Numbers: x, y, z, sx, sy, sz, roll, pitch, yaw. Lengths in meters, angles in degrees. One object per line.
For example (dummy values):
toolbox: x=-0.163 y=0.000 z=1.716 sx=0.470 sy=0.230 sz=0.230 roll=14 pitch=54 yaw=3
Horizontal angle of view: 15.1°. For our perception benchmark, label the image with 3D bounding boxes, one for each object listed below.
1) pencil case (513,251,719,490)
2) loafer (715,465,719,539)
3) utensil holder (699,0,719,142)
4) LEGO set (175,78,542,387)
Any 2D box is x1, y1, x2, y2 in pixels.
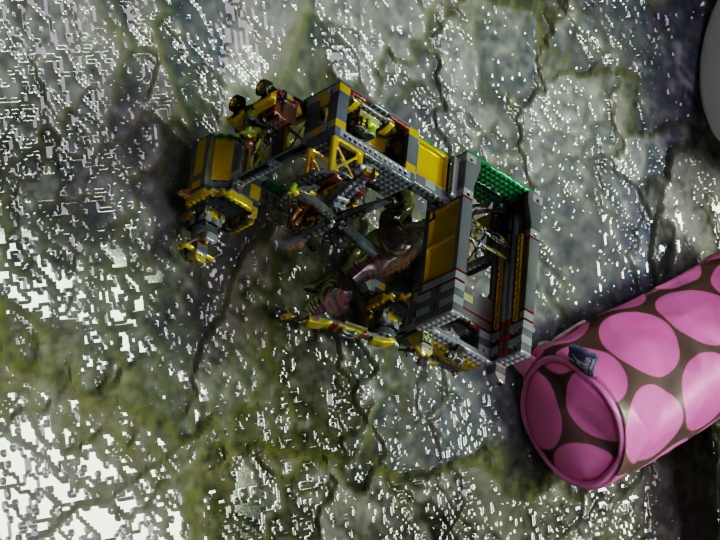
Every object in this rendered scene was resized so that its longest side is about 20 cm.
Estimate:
pencil case: x=0.183 y=0.049 z=1.603 sx=0.199 sy=0.091 sz=0.094 roll=-24 pitch=58 yaw=-39
loafer: x=0.255 y=0.147 z=1.619 sx=0.073 sy=0.071 sz=0.201 roll=-15 pitch=119 yaw=-49
utensil holder: x=0.333 y=-0.113 z=1.680 sx=0.199 sy=0.170 sz=0.171 roll=17 pitch=76 yaw=-35
LEGO set: x=0.000 y=0.000 z=1.410 sx=0.200 sy=0.153 sz=0.116 roll=36 pitch=48 yaw=-39
